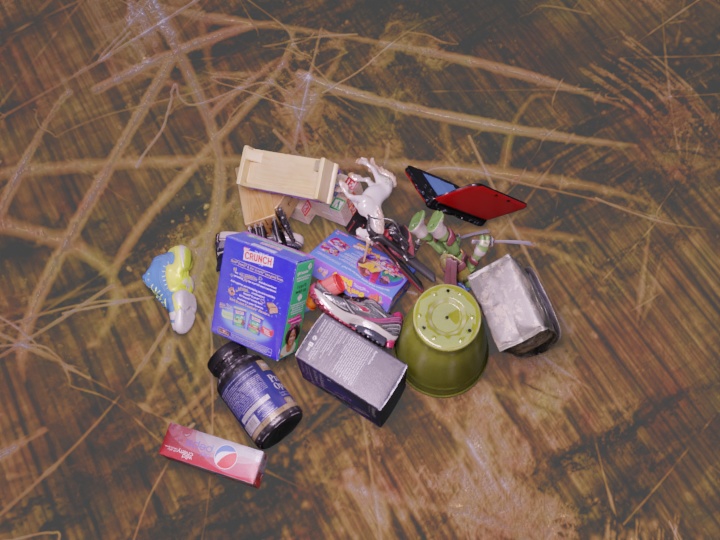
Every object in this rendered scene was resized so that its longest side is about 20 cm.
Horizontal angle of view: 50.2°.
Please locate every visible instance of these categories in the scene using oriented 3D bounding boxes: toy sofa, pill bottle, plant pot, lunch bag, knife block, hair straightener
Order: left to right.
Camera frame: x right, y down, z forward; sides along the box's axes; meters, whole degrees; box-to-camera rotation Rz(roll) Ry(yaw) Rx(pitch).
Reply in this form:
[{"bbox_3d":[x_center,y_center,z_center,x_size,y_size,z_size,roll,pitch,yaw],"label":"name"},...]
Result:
[{"bbox_3d":[-0.211,0.238,1.507,0.111,0.112,0.201,-37,71,-13],"label":"pill bottle"},{"bbox_3d":[-0.216,-0.110,1.609,0.197,0.064,0.177,24,69,25],"label":"knife block"},{"bbox_3d":[-0.143,-0.191,1.559,0.196,0.097,0.085,12,89,22],"label":"toy sofa"},{"bbox_3d":[0.087,-0.047,1.549,0.077,0.041,0.200,-37,106,22],"label":"hair straightener"},{"bbox_3d":[0.162,0.122,1.496,0.196,0.194,0.204,-1,66,2],"label":"plant pot"},{"bbox_3d":[0.312,0.076,1.511,0.116,0.199,0.167,-28,69,19],"label":"lunch bag"}]

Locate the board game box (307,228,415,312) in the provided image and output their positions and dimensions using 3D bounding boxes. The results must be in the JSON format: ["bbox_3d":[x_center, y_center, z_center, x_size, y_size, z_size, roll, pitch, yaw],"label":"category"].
[{"bbox_3d":[0.000,0.000,1.599,0.198,0.045,0.134,28,35,13],"label":"board game box"}]

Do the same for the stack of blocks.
[{"bbox_3d":[-0.104,-0.166,1.683,0.197,0.059,0.116,22,68,25],"label":"stack of blocks"}]

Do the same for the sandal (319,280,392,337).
[{"bbox_3d":[-0.017,0.075,1.581,0.200,0.054,0.082,42,115,20],"label":"sandal"}]

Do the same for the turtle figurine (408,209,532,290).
[{"bbox_3d":[0.208,-0.069,1.593,0.200,0.193,0.145,-44,30,14],"label":"turtle figurine"}]

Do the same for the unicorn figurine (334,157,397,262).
[{"bbox_3d":[0.015,-0.146,1.588,0.136,0.074,0.201,36,69,1],"label":"unicorn figurine"}]

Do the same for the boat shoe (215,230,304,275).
[{"bbox_3d":[-0.219,-0.030,1.651,0.196,0.075,0.095,-1,71,12],"label":"boat shoe"}]

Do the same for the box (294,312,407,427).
[{"bbox_3d":[-0.015,0.196,1.497,0.198,0.149,0.105,30,71,15],"label":"box"}]

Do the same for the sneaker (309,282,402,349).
[{"bbox_3d":[-0.011,0.078,1.503,0.198,0.081,0.076,30,81,-10],"label":"sneaker"}]

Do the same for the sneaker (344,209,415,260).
[{"bbox_3d":[0.040,-0.070,1.655,0.199,0.087,0.074,31,75,40],"label":"sneaker"}]

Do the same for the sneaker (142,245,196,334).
[{"bbox_3d":[-0.406,0.047,1.628,0.103,0.076,0.203,-12,59,11],"label":"sneaker"}]

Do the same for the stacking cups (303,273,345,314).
[{"bbox_3d":[-0.122,0.062,1.563,0.198,0.060,0.061,-30,65,19],"label":"stacking cups"}]

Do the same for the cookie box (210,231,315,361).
[{"bbox_3d":[-0.192,0.047,1.502,0.169,0.075,0.204,20,109,22],"label":"cookie box"}]

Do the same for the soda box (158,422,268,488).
[{"bbox_3d":[-0.281,0.357,1.481,0.196,0.070,0.064,15,69,9],"label":"soda box"}]

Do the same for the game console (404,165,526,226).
[{"bbox_3d":[0.218,-0.172,1.593,0.119,0.198,0.174,-47,53,25],"label":"game console"}]
